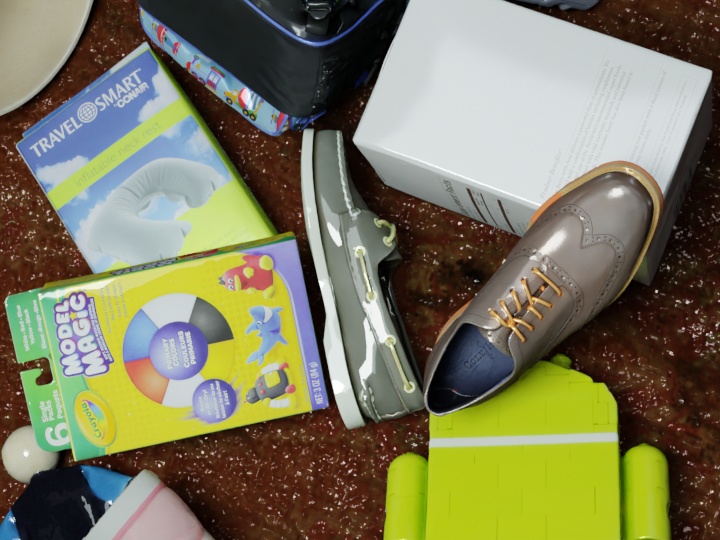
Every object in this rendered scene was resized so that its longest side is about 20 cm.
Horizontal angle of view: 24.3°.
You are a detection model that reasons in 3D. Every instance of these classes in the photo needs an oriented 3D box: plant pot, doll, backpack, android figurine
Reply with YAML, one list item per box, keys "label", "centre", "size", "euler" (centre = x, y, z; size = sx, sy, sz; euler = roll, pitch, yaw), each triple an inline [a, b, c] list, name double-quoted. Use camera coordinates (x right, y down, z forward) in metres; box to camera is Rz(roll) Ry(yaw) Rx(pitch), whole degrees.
- label: "plant pot"
  centre: [-0.322, -0.230, 1.191]
  size: [0.199, 0.187, 0.189]
  euler: [27, 83, 30]
- label: "doll"
  centre: [-0.194, 0.196, 1.120]
  size: [0.135, 0.048, 0.202]
  euler: [-27, 74, 3]
- label: "backpack"
  centre: [-0.036, -0.216, 1.140]
  size: [0.182, 0.135, 0.200]
  euler: [36, 58, 16]
- label: "android figurine"
  centre: [0.103, 0.139, 1.052]
  size: [0.180, 0.041, 0.202]
  euler: [-5, 55, 10]

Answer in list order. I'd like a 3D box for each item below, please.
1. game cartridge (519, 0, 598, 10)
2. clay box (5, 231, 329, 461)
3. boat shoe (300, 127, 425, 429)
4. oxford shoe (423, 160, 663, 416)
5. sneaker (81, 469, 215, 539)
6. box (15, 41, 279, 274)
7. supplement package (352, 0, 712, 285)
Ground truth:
- label: "game cartridge"
  centre: [0.075, -0.252, 1.109]
  size: [0.041, 0.198, 0.135]
  euler: [-29, 64, 48]
- label: "clay box"
  centre: [-0.128, 0.052, 1.102]
  size: [0.198, 0.048, 0.116]
  euler: [-13, 99, -4]
- label: "boat shoe"
  centre: [0.000, 0.000, 1.116]
  size: [0.060, 0.072, 0.204]
  euler: [-11, 81, 7]
- label: "oxford shoe"
  centre: [0.107, 0.019, 0.999]
  size: [0.071, 0.073, 0.200]
  euler: [39, 121, 2]
- label: "sneaker"
  centre: [-0.151, 0.222, 1.026]
  size: [0.104, 0.075, 0.200]
  euler: [41, 49, -1]
- label: "box"
  centre: [-0.151, -0.058, 1.172]
  size: [0.121, 0.048, 0.201]
  euler: [-35, 74, 1]
- label: "supplement package"
  centre: [0.115, -0.090, 1.086]
  size: [0.198, 0.120, 0.122]
  euler: [22, 84, 15]
